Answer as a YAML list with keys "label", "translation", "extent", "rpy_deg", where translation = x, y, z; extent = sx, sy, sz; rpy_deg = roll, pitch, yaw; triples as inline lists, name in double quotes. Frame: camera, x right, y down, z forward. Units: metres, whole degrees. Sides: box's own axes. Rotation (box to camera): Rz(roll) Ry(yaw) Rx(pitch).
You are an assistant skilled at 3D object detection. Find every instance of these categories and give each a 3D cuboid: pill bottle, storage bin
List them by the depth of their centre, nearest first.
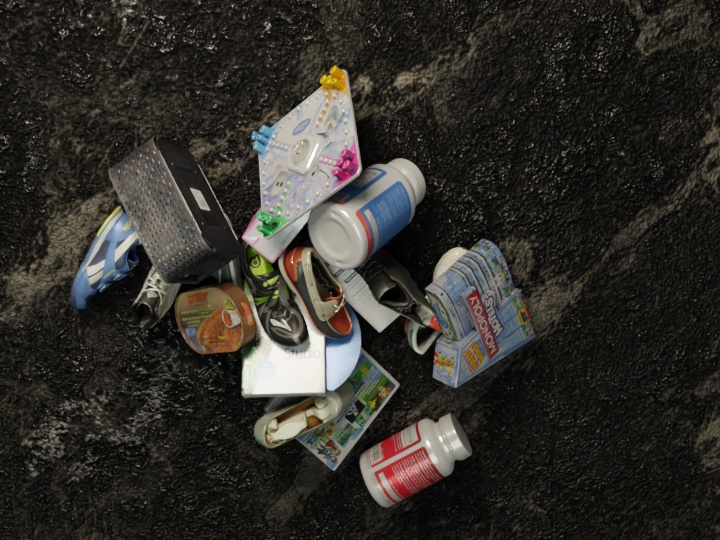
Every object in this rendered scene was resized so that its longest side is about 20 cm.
- label: "storage bin"
  translation: [-0.283, -0.090, 1.180]
  extent: [0.093, 0.135, 0.202]
  rpy_deg: [-31, 81, 11]
- label: "pill bottle"
  translation: [0.018, -0.096, 1.185]
  extent: [0.111, 0.199, 0.114]
  rpy_deg: [24, 133, 29]
- label: "pill bottle"
  translation: [0.106, 0.354, 1.442]
  extent: [0.198, 0.113, 0.113]
  rpy_deg: [-30, 112, 12]

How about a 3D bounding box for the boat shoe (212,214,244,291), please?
- label: "boat shoe"
  translation: [-0.236, 0.000, 1.295]
  extent: [0.060, 0.073, 0.204]
  rpy_deg: [-5, 120, 0]

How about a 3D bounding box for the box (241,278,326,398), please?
- label: "box"
  translation: [-0.129, 0.112, 1.302]
  extent: [0.141, 0.036, 0.205]
  rpy_deg: [-2, 71, -1]

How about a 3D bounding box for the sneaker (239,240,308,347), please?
- label: "sneaker"
  translation: [-0.150, 0.037, 1.263]
  extent: [0.070, 0.083, 0.202]
  rpy_deg: [-26, 79, -10]

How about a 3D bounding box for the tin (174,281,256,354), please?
- label: "tin"
  translation: [-0.246, 0.079, 1.287]
  extent: [0.198, 0.042, 0.114]
  rpy_deg: [-9, 106, 47]

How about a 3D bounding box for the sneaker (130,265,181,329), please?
- label: "sneaker"
  translation: [-0.323, 0.014, 1.274]
  extent: [0.074, 0.116, 0.203]
  rpy_deg: [23, 112, -12]

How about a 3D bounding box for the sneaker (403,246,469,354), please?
- label: "sneaker"
  translation: [0.142, 0.059, 1.320]
  extent: [0.069, 0.094, 0.202]
  rpy_deg: [26, 111, -13]

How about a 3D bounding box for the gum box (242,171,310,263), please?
- label: "gum box"
  translation: [-0.098, -0.122, 1.217]
  extent: [0.066, 0.114, 0.200]
  rpy_deg: [38, 108, -12]

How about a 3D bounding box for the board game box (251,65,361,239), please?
- label: "board game box"
  translation: [-0.088, -0.176, 1.129]
  extent: [0.198, 0.203, 0.026]
  rpy_deg: [-31, 141, 31]

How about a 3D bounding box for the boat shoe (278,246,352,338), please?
- label: "boat shoe"
  translation: [-0.060, 0.039, 1.252]
  extent: [0.061, 0.072, 0.201]
  rpy_deg: [-8, 130, 32]

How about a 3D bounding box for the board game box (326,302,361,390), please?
- label: "board game box"
  translation: [-0.096, 0.124, 1.340]
  extent: [0.195, 0.039, 0.161]
  rpy_deg: [10, 72, 2]

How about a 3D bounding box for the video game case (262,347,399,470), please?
- label: "video game case"
  translation: [-0.049, 0.228, 1.383]
  extent: [0.182, 0.022, 0.201]
  rpy_deg: [44, 78, -19]

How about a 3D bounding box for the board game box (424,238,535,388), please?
- label: "board game box"
  translation: [0.191, 0.088, 1.289]
  extent: [0.199, 0.061, 0.203]
  rpy_deg: [-40, 122, -25]

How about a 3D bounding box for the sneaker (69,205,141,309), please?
- label: "sneaker"
  translation: [-0.425, -0.007, 1.286]
  extent: [0.081, 0.074, 0.201]
  rpy_deg: [29, 111, -16]

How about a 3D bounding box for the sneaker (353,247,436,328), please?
- label: "sneaker"
  translation: [0.033, 0.008, 1.222]
  extent: [0.198, 0.105, 0.060]
  rpy_deg: [36, 109, -17]

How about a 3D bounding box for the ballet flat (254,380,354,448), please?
- label: "ballet flat"
  translation: [-0.088, 0.253, 1.323]
  extent: [0.197, 0.063, 0.069]
  rpy_deg: [-23, 101, -19]

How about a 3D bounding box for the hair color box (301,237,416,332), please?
- label: "hair color box"
  translation: [0.000, 0.000, 1.308]
  extent: [0.100, 0.061, 0.200]
  rpy_deg: [-40, 110, 15]
